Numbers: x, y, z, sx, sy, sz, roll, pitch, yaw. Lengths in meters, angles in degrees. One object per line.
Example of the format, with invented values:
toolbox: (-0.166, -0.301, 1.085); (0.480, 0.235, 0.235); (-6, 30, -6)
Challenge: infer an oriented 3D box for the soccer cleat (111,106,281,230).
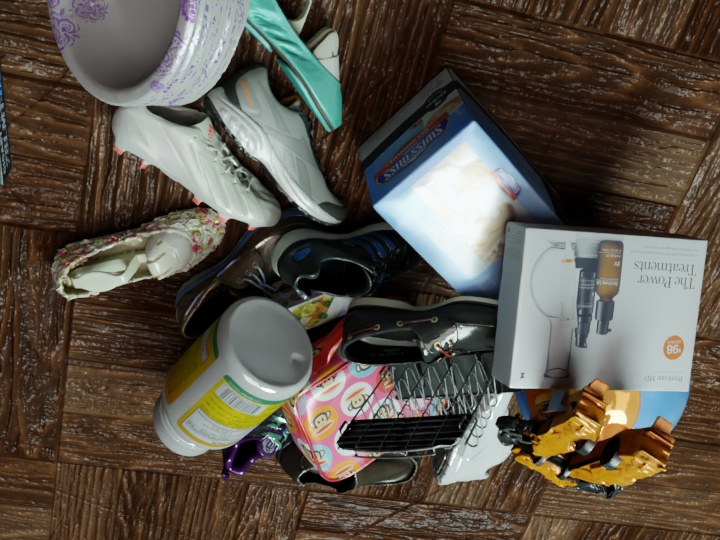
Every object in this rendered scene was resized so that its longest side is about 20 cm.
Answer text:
soccer cleat: (-0.156, -0.112, 0.942); (0.198, 0.070, 0.078); (31, 112, -21)

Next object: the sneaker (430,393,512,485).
sneaker: (0.160, 0.192, 1.180); (0.097, 0.079, 0.202); (6, 131, -19)

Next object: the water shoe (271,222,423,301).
water shoe: (0.000, 0.000, 0.993); (0.197, 0.079, 0.072); (-5, 131, -33)

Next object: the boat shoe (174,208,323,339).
boat shoe: (-0.119, 0.012, 1.021); (0.199, 0.073, 0.072); (-37, 122, 17)

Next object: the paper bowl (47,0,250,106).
paper bowl: (-0.171, -0.244, 0.795); (0.103, 0.200, 0.203); (-12, 136, -49)

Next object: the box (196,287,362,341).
box: (-0.092, 0.052, 1.070); (0.197, 0.042, 0.039); (-21, 124, 8)

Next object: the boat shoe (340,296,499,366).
boat shoe: (0.076, 0.068, 0.957); (0.197, 0.064, 0.074); (-1, 140, 16)

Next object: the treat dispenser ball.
treat dispenser ball: (0.270, 0.114, 1.058); (0.197, 0.202, 0.204); (-3, 124, -5)

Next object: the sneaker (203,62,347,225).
sneaker: (-0.069, -0.122, 0.944); (0.079, 0.074, 0.200); (-43, 125, -3)

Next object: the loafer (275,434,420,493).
loafer: (-0.011, 0.253, 1.182); (0.196, 0.072, 0.074); (6, 123, -22)

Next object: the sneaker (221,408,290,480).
sneaker: (-0.088, 0.180, 1.125); (0.199, 0.088, 0.074); (-38, 120, 17)

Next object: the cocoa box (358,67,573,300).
cocoa box: (0.113, -0.075, 0.958); (0.133, 0.132, 0.200); (-38, 120, 18)

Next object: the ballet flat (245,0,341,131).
ballet flat: (-0.061, -0.221, 0.885); (0.070, 0.068, 0.200); (-40, 121, 4)

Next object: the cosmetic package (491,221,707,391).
cosmetic package: (0.232, 0.037, 0.909); (0.196, 0.052, 0.154); (3, 99, -15)

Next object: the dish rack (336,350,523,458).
dish rack: (0.070, 0.139, 0.939); (0.151, 0.200, 0.055); (-10, 109, 28)

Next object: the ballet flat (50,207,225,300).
ballet flat: (-0.237, -0.010, 0.999); (0.196, 0.064, 0.077); (-18, 123, 4)

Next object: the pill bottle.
pill bottle: (-0.145, 0.123, 1.005); (0.112, 0.114, 0.200); (27, 134, -22)

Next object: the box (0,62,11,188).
box: (-0.440, -0.180, 0.875); (0.194, 0.050, 0.203); (2, 122, -9)

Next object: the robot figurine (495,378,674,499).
robot figurine: (0.215, 0.167, 0.914); (0.144, 0.059, 0.200); (31, 159, -2)

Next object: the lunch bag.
lunch bag: (0.002, 0.126, 1.071); (0.198, 0.082, 0.178); (-30, 127, -17)
